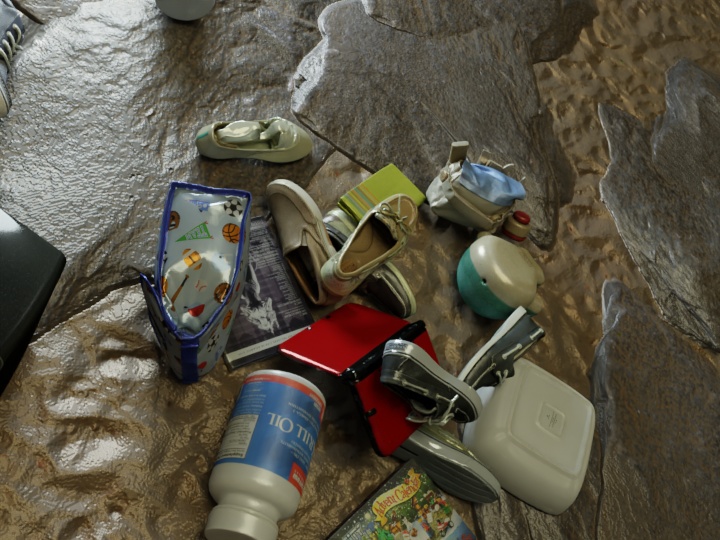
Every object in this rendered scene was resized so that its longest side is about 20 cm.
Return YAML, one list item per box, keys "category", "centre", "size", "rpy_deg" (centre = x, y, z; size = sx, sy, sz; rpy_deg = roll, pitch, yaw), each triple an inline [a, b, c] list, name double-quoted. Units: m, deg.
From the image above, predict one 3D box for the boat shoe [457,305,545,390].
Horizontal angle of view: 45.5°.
- category: "boat shoe"
  centre: [0.199, 0.129, 1.233]
  size: [0.060, 0.076, 0.200]
  rpy_deg: [41, 59, 11]

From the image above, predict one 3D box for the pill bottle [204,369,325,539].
- category: "pill bottle"
  centre: [-0.116, 0.231, 1.032]
  size: [0.111, 0.112, 0.202]
  rpy_deg: [25, 54, -14]

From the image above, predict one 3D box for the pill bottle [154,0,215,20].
- category: "pill bottle"
  centre: [-0.282, -0.507, 1.367]
  size: [0.112, 0.113, 0.202]
  rpy_deg: [7, 59, -26]

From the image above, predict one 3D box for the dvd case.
- category: "dvd case"
  centre: [-0.157, 0.026, 1.189]
  size: [0.148, 0.016, 0.201]
  rpy_deg: [-17, 72, -35]

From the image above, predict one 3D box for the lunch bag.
- category: "lunch bag"
  centre: [-0.204, 0.021, 1.056]
  size: [0.122, 0.170, 0.202]
  rpy_deg: [6, 65, -7]

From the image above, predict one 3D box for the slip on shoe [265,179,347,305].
- category: "slip on shoe"
  centre: [-0.087, -0.039, 1.231]
  size: [0.060, 0.076, 0.202]
  rpy_deg: [-22, 82, -47]

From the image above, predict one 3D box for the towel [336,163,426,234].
- category: "towel"
  centre: [0.036, -0.108, 1.337]
  size: [0.086, 0.018, 0.200]
  rpy_deg: [46, 33, 1]

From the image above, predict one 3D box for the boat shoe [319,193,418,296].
- category: "boat shoe"
  centre: [0.023, -0.042, 1.208]
  size: [0.073, 0.063, 0.200]
  rpy_deg: [41, 60, -2]

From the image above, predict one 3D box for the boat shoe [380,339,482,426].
- category: "boat shoe"
  centre: [0.091, 0.163, 1.103]
  size: [0.199, 0.073, 0.069]
  rpy_deg: [46, 51, -44]

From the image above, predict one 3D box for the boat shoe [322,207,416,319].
- category: "boat shoe"
  centre: [0.000, -0.001, 1.263]
  size: [0.066, 0.072, 0.201]
  rpy_deg: [-31, 75, -32]

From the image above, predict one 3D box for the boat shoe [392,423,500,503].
- category: "boat shoe"
  centre: [0.110, 0.246, 1.177]
  size: [0.199, 0.072, 0.062]
  rpy_deg: [33, 44, -6]

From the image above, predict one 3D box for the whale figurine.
- category: "whale figurine"
  centre: [0.225, 0.013, 1.374]
  size: [0.160, 0.104, 0.199]
  rpy_deg: [54, 27, 12]

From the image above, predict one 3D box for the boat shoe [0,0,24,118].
- category: "boat shoe"
  centre: [-0.487, -0.298, 1.154]
  size: [0.092, 0.075, 0.201]
  rpy_deg: [-22, 74, -28]

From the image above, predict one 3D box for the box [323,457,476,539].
- category: "box"
  centre: [0.042, 0.355, 1.095]
  size: [0.199, 0.038, 0.137]
  rpy_deg: [-35, 83, -38]

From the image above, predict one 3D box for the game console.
- category: "game console"
  centre: [0.009, 0.140, 1.164]
  size: [0.200, 0.118, 0.174]
  rpy_deg: [-29, 101, -54]

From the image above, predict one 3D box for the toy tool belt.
- category: "toy tool belt"
  centre: [0.213, -0.129, 1.398]
  size: [0.198, 0.124, 0.125]
  rpy_deg: [17, 29, -19]

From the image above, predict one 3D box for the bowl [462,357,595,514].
- category: "bowl"
  centre: [0.262, 0.232, 1.268]
  size: [0.199, 0.075, 0.201]
  rpy_deg: [33, 53, -8]

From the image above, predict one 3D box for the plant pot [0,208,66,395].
- category: "plant pot"
  centre: [-0.435, 0.034, 0.927]
  size: [0.199, 0.200, 0.178]
  rpy_deg: [36, 41, -5]

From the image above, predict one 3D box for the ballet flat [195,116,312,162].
- category: "ballet flat"
  centre: [-0.149, -0.201, 1.294]
  size: [0.198, 0.069, 0.070]
  rpy_deg: [-9, 67, -33]
